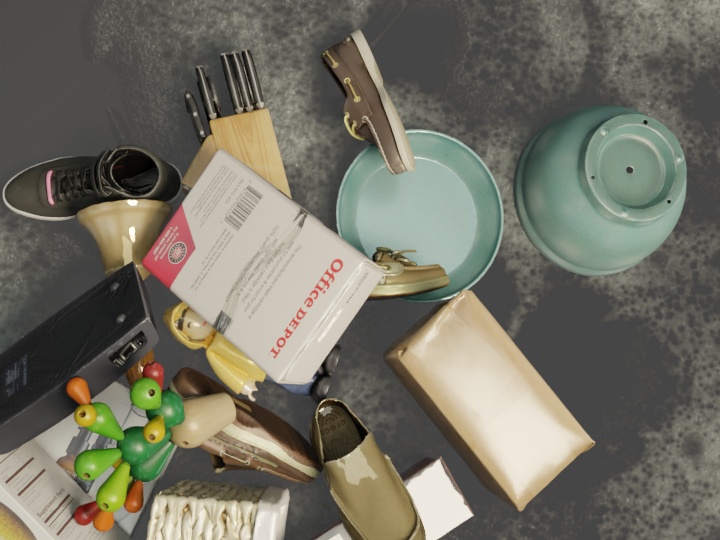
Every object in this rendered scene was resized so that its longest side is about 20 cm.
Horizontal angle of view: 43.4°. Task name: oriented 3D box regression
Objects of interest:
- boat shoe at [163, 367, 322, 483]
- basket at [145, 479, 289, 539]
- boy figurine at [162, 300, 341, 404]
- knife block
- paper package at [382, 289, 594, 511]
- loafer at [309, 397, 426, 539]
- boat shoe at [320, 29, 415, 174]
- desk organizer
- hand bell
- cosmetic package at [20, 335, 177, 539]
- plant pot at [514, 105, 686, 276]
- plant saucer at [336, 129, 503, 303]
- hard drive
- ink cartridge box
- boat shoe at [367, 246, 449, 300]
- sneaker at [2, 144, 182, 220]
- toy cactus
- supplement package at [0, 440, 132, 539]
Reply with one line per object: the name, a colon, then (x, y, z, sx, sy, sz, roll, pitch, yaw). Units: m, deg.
boat shoe: (-0.133, 0.181, 0.966, 0.201, 0.075, 0.075, 37, 97, -24)
basket: (-0.141, 0.284, 0.903, 0.121, 0.200, 0.138, 7, 81, 0)
boy figurine: (-0.120, 0.074, 0.999, 0.198, 0.064, 0.126, 24, 82, -7)
knife block: (-0.119, -0.142, 1.027, 0.198, 0.064, 0.177, 30, 80, -2)
paper package: (0.125, 0.132, 0.957, 0.103, 0.191, 0.201, -39, 88, -6)
loafer: (-0.003, 0.212, 0.929, 0.075, 0.068, 0.200, -32, 52, -11)
boat shoe: (0.007, -0.185, 1.025, 0.059, 0.072, 0.202, -23, 62, 6)
desk organizer: (0.016, 0.284, 0.980, 0.198, 0.077, 0.072, -31, 86, -10)
hand bell: (-0.242, 0.036, 0.963, 0.102, 0.104, 0.204, -6, 81, -8)
cosmetic package: (-0.304, 0.183, 0.967, 0.198, 0.052, 0.153, 26, 77, -3)
plant pot: (0.290, -0.103, 1.040, 0.197, 0.134, 0.204, 1, 83, -7)
plant saucer: (0.067, -0.061, 1.055, 0.196, 0.036, 0.204, 1, 82, -6)
hard drive: (-0.285, 0.086, 0.877, 0.199, 0.135, 0.043, -36, 123, -1)
ink cartridge box: (-0.097, -0.002, 0.913, 0.199, 0.084, 0.146, 37, 93, 19)
boat shoe: (0.000, 0.000, 0.981, 0.196, 0.073, 0.064, -2, 85, -10)
sneaker: (-0.296, -0.100, 0.981, 0.196, 0.099, 0.072, -5, 85, -7)
toy cactus: (-0.197, 0.152, 0.847, 0.164, 0.202, 0.102, -18, 48, -40)
supplement package: (-0.327, 0.264, 0.877, 0.114, 0.110, 0.200, -43, 95, 5)
